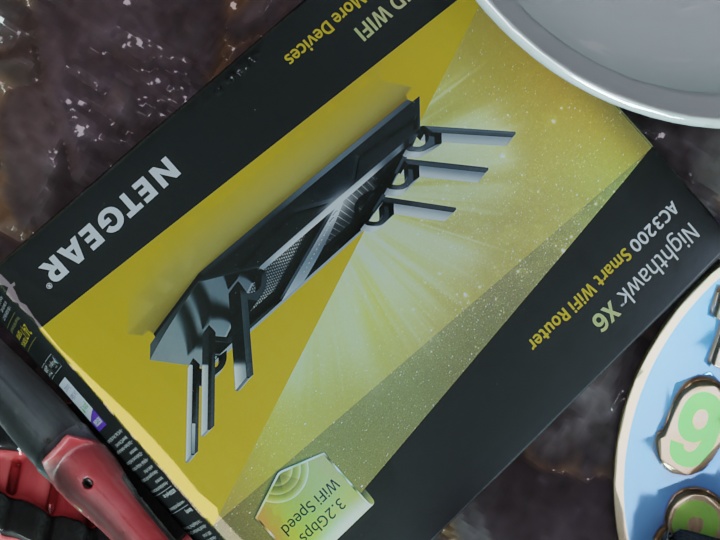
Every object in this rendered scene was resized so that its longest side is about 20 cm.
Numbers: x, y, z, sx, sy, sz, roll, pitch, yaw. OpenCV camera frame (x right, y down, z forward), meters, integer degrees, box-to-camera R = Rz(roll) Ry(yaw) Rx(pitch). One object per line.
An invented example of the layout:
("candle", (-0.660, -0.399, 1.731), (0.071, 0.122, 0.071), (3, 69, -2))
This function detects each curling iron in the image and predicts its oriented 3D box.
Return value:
("curling iron", (-0.096, 0.069, 0.725), (0.049, 0.026, 0.201), (-27, 69, -27))

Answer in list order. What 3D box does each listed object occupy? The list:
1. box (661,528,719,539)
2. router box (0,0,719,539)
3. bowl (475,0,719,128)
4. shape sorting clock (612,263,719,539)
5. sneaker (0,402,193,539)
("box", (0.177, 0.190, 0.771), (0.198, 0.051, 0.159), (14, 109, 1))
("router box", (0.000, 0.000, 0.749), (0.200, 0.052, 0.157), (-43, 92, -17))
("bowl", (0.104, -0.137, 0.738), (0.199, 0.090, 0.203), (1, 82, -7))
("shape sorting clock", (0.187, 0.075, 0.785), (0.198, 0.039, 0.202), (0, 93, 2))
("sneaker", (-0.154, 0.081, 0.775), (0.198, 0.087, 0.074), (13, 59, -3))
